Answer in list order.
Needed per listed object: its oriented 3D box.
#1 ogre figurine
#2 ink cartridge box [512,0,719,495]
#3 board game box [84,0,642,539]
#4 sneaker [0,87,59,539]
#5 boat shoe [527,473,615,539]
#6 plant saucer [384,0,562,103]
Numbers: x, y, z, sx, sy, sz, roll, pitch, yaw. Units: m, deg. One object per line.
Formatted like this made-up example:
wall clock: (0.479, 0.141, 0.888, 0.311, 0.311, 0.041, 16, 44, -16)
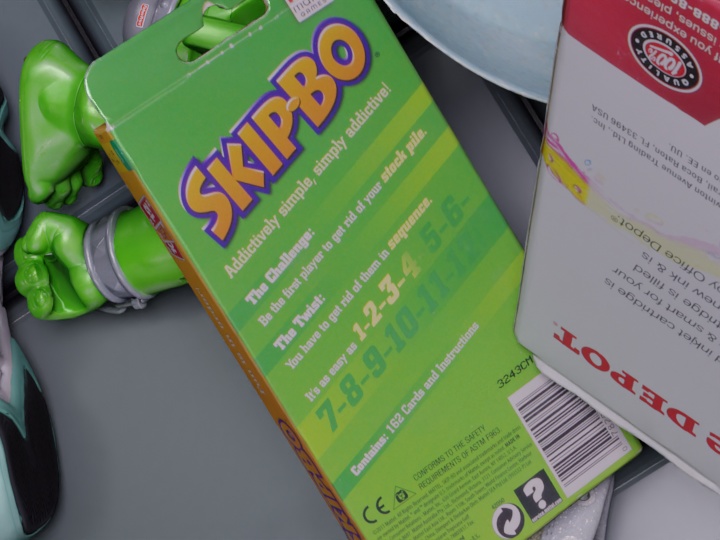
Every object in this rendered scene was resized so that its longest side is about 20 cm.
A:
ogre figurine: (-0.051, -0.075, 0.839, 0.119, 0.098, 0.201, 14, 74, 25)
ink cartridge box: (0.128, -0.019, 0.682, 0.145, 0.200, 0.083, 35, 62, 19)
board game box: (0.000, 0.000, 0.768, 0.095, 0.030, 0.201, -35, 103, -17)
sneaker: (-0.191, 0.008, 0.875, 0.139, 0.078, 0.201, -9, 82, 12)
boat shoe: (0.054, 0.162, 0.801, 0.064, 0.074, 0.203, -4, 75, 13)
plant saucer: (0.061, -0.139, 0.811, 0.200, 0.039, 0.202, 8, 69, -23)
